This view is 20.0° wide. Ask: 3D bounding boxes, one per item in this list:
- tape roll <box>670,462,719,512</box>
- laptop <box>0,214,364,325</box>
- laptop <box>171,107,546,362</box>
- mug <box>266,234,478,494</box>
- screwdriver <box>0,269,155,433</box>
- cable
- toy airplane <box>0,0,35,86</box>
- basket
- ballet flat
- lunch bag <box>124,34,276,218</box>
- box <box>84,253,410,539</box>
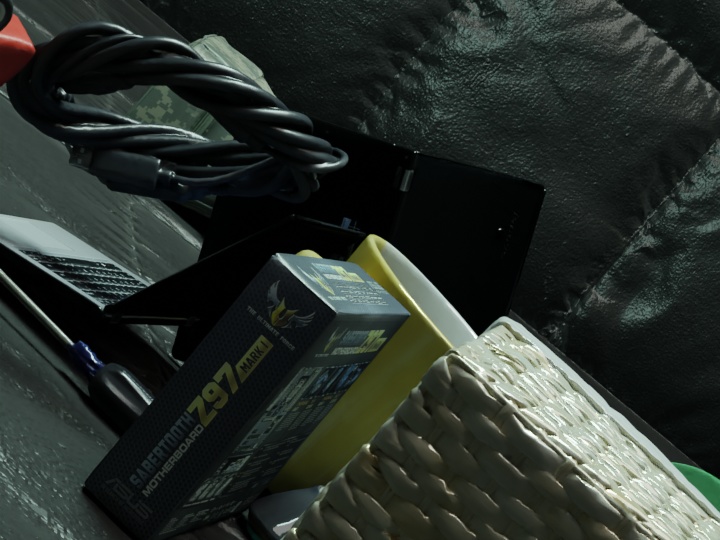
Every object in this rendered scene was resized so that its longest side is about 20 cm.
[{"bbox_3d":[0.169,0.216,1.230,0.048,0.201,0.201,36,8,-33],"label":"tape roll"},{"bbox_3d":[-0.127,-0.029,1.292,0.199,0.116,0.187,31,4,12],"label":"laptop"},{"bbox_3d":[0.000,0.000,1.418,0.198,0.189,0.116,19,6,14],"label":"laptop"},{"bbox_3d":[-0.010,0.070,1.298,0.187,0.153,0.150,47,8,-12],"label":"mug"},{"bbox_3d":[-0.176,0.032,1.185,0.200,0.028,0.029,47,37,15],"label":"screwdriver"},{"bbox_3d":[-0.103,-0.091,1.189,0.198,0.051,0.163,12,-25,12],"label":"cable"},{"bbox_3d":[-0.293,-0.106,1.083,0.198,0.142,0.201,22,37,-1],"label":"toy airplane"},{"bbox_3d":[0.072,0.163,1.066,0.200,0.198,0.161,43,11,8],"label":"basket"},{"bbox_3d":[0.010,0.163,1.244,0.200,0.073,0.073,34,10,-45],"label":"ballet flat"},{"bbox_3d":[-0.130,-0.123,1.954,0.167,0.140,0.200,40,8,-2],"label":"lunch bag"},{"bbox_3d":[-0.056,0.067,1.113,0.051,0.158,0.200,42,8,9],"label":"box"}]
